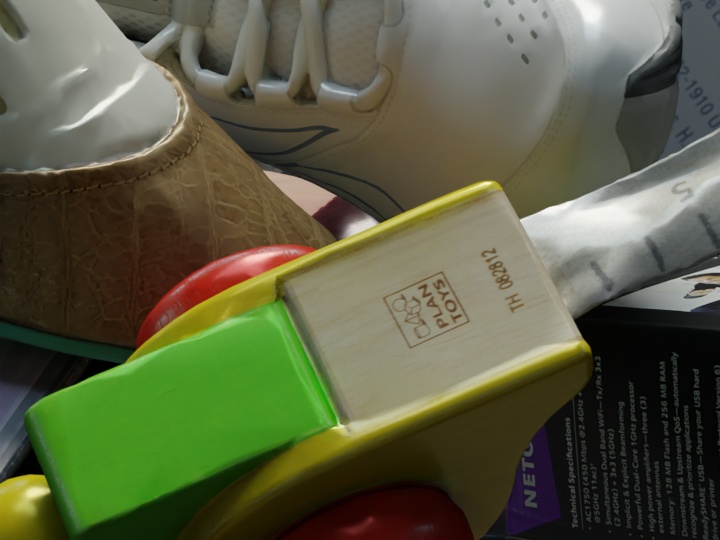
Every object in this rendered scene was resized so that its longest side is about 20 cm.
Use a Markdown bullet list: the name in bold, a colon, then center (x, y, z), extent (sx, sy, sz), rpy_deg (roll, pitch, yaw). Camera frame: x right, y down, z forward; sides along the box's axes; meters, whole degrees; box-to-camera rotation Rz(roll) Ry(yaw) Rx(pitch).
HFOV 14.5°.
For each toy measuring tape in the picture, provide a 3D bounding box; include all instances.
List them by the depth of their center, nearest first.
- **toy measuring tape**: center (0.025, 0.018, 0.498), extent (0.199, 0.074, 0.074), rpy_deg (-23, 13, -7)

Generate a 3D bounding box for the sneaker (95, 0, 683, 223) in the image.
- **sneaker**: center (-0.012, -0.045, 0.590), extent (0.087, 0.075, 0.200), rpy_deg (13, 2, -36)

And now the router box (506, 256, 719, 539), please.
- **router box**: center (0.147, 0.016, 0.568), extent (0.200, 0.051, 0.149), rpy_deg (-14, 13, -42)

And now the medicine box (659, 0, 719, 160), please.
- **medicine box**: center (0.144, -0.090, 0.678), extent (0.200, 0.103, 0.182), rpy_deg (-35, -12, 16)

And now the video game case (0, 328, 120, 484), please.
- **video game case**: center (-0.123, 0.013, 0.547), extent (0.142, 0.019, 0.200), rpy_deg (12, 31, 11)

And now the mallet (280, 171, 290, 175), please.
- **mallet**: center (0.007, -0.049, 0.928), extent (0.041, 0.066, 0.200), rpy_deg (6, 15, 36)

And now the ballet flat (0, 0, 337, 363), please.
- **ballet flat**: center (-0.095, -0.039, 0.551), extent (0.199, 0.073, 0.068), rpy_deg (18, 35, 21)

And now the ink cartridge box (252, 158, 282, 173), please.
- **ink cartridge box**: center (-0.069, -0.051, 1.012), extent (0.145, 0.048, 0.200), rpy_deg (3, 13, 34)

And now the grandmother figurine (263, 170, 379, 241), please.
- **grandmother figurine**: center (0.000, 0.000, 0.715), extent (0.121, 0.061, 0.200), rpy_deg (-43, 33, -27)
